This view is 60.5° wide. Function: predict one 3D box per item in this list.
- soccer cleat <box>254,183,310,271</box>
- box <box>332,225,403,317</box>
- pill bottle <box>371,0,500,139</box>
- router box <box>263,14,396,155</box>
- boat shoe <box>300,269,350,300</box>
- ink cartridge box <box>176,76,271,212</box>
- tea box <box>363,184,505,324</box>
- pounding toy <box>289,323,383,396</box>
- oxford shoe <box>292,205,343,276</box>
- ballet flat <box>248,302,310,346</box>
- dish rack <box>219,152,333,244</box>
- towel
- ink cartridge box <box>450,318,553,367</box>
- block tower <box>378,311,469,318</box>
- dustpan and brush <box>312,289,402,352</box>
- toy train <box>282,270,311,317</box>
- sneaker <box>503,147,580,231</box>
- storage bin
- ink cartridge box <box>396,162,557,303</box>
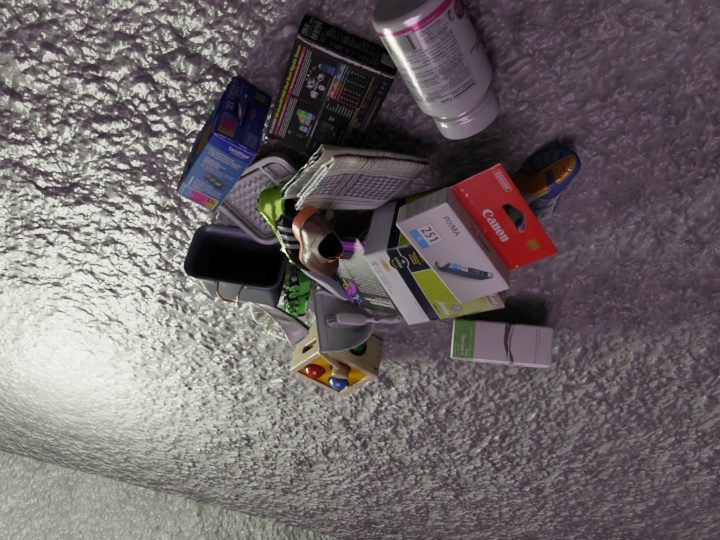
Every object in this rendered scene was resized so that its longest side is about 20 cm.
[{"bbox_3d":[-0.115,-0.073,1.122,0.081,0.068,0.200,-18,134,14],"label":"soccer cleat"},{"bbox_3d":[0.000,0.000,1.199,0.142,0.036,0.201,10,138,46],"label":"box"},{"bbox_3d":[0.109,-0.283,0.831,0.113,0.114,0.200,-13,135,28],"label":"pill bottle"},{"bbox_3d":[-0.048,-0.262,0.937,0.149,0.062,0.200,19,141,-11],"label":"router box"},{"bbox_3d":[-0.087,-0.008,1.265,0.066,0.070,0.200,5,153,49],"label":"boat shoe"},{"bbox_3d":[-0.212,-0.208,0.988,0.076,0.137,0.200,26,140,-25],"label":"ink cartridge box"},{"bbox_3d":[0.141,-0.026,1.114,0.196,0.134,0.200,-11,133,27],"label":"tea box"},{"bbox_3d":[-0.059,0.205,1.448,0.184,0.143,0.200,31,138,-23],"label":"pounding toy"},{"bbox_3d":[-0.065,-0.032,1.096,0.072,0.071,0.200,40,168,25],"label":"oxford shoe"},{"bbox_3d":[-0.196,0.099,1.342,0.199,0.069,0.070,33,151,29],"label":"ballet flat"},{"bbox_3d":[-0.163,-0.135,1.140,0.199,0.044,0.172,-20,132,33],"label":"dish rack"},{"bbox_3d":[-0.013,-0.143,1.007,0.199,0.035,0.192,1,164,-28],"label":"towel"},{"bbox_3d":[0.292,0.154,1.296,0.198,0.085,0.146,5,172,9],"label":"ink cartridge box"},{"bbox_3d":[0.136,0.061,1.291,0.199,0.058,0.054,0,141,13],"label":"block tower"},{"bbox_3d":[0.001,0.110,1.359,0.199,0.141,0.057,6,155,-36],"label":"dustpan and brush"},{"bbox_3d":[-0.138,0.059,1.357,0.056,0.042,0.200,-16,155,-17],"label":"toy train"},{"bbox_3d":[0.296,-0.129,1.016,0.088,0.076,0.200,16,150,-24],"label":"sneaker"},{"bbox_3d":[-0.245,0.010,1.275,0.199,0.146,0.135,8,152,5],"label":"storage bin"},{"bbox_3d":[0.181,-0.048,0.949,0.175,0.045,0.200,-22,126,32],"label":"ink cartridge box"}]
